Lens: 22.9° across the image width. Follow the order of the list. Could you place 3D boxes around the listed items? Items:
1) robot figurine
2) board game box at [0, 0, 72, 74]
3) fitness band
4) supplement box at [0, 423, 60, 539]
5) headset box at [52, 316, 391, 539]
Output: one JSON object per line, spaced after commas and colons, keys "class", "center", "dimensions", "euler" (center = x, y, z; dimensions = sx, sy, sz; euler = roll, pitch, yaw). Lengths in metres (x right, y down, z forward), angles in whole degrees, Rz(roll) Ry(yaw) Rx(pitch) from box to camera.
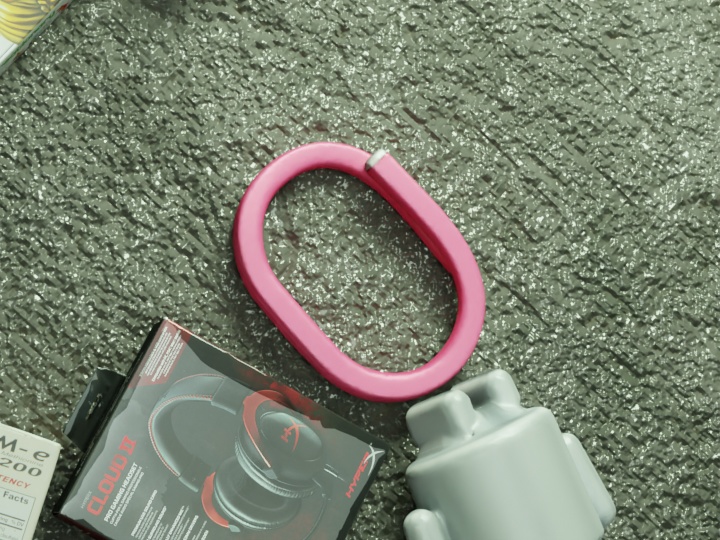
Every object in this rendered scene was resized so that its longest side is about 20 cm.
{"class": "robot figurine", "center": [0.104, 0.172, 1.223], "dimensions": [0.169, 0.113, 0.201], "euler": [-21, 86, -30]}
{"class": "board game box", "center": [-0.291, -0.240, 1.233], "dimensions": [0.200, 0.035, 0.126], "euler": [42, 75, -4]}
{"class": "fitness band", "center": [0.000, 0.000, 1.265], "dimensions": [0.144, 0.037, 0.200], "euler": [-43, 92, -16]}
{"class": "supplement box", "center": [-0.255, 0.198, 1.126], "dimensions": [0.073, 0.126, 0.202], "euler": [18, 77, -8]}
{"class": "headset box", "center": [-0.103, 0.136, 1.198], "dimensions": [0.199, 0.075, 0.149], "euler": [30, 76, -7]}
